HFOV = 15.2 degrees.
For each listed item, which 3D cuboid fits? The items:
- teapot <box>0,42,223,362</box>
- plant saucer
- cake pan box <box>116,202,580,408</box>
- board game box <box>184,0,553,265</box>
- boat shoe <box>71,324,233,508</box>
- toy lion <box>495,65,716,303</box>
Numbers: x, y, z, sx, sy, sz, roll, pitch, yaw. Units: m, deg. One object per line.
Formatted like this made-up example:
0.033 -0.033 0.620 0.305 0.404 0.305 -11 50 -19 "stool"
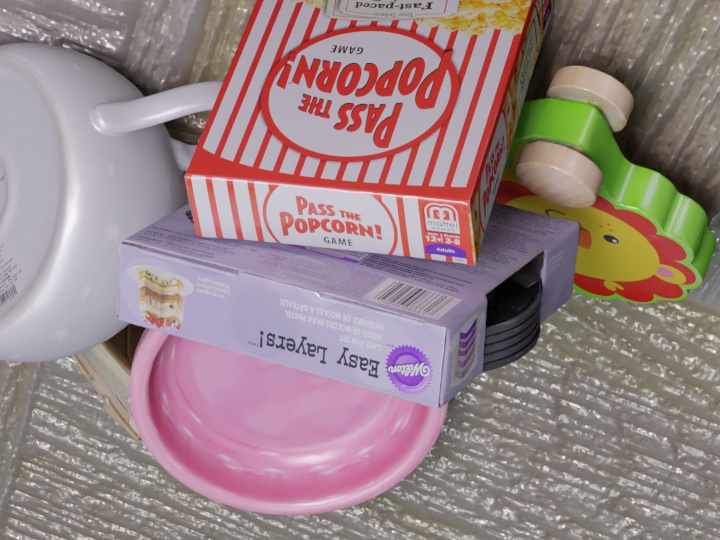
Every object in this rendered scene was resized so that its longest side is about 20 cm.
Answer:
-0.166 -0.038 1.584 0.145 0.199 0.199 7 -168 -45 "teapot"
-0.044 0.065 1.686 0.199 0.051 0.202 -1 127 -1 "plant saucer"
0.000 0.000 1.424 0.199 0.184 0.053 13 115 21 "cake pan box"
0.009 -0.095 1.416 0.150 0.201 0.047 5 137 14 "board game box"
-0.134 0.076 1.752 0.065 0.072 0.200 0 138 42 "boat shoe"
0.098 -0.045 1.529 0.199 0.069 0.192 12 156 28 "toy lion"
